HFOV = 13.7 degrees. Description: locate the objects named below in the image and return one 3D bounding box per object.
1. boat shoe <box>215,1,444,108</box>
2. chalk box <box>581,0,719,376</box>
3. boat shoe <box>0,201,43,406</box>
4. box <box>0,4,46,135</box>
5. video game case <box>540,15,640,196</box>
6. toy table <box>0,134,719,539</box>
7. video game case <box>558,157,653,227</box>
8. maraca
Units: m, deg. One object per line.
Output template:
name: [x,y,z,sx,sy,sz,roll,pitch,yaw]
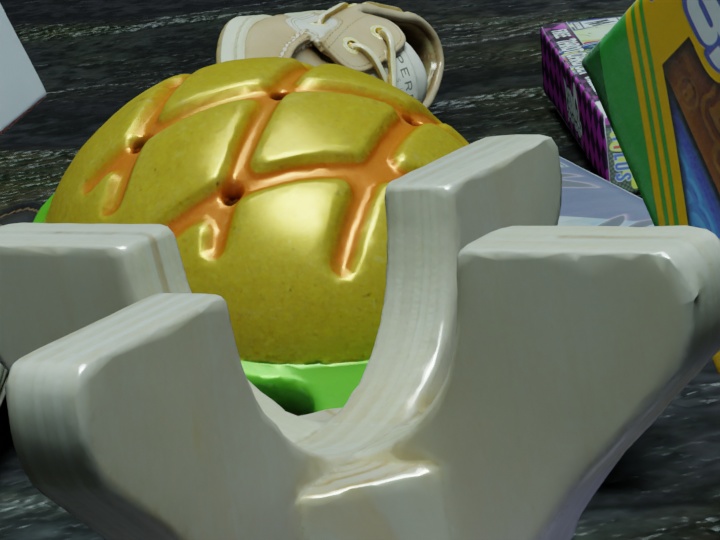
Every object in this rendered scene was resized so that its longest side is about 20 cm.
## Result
boat shoe: [-0.007,-0.073,1.179,0.069,0.074,0.200,-10,13,12]
chalk box: [0.156,0.004,0.639,0.124,0.201,0.124,-14,-16,-25]
boat shoe: [-0.131,0.005,0.903,0.074,0.074,0.200,-24,11,13]
box: [-0.225,-0.046,1.011,0.199,0.098,0.124,-26,10,15]
video game case: [0.170,-0.074,1.173,0.180,0.036,0.200,-6,14,-1]
toy table: [0.000,0.048,0.628,0.199,0.118,0.184,-2,15,22]
video game case: [0.000,0.000,0.997,0.199,0.023,0.182,-11,15,-14]
maraca: [-0.007,0.004,0.830,0.137,0.108,0.200,-26,37,-32]
